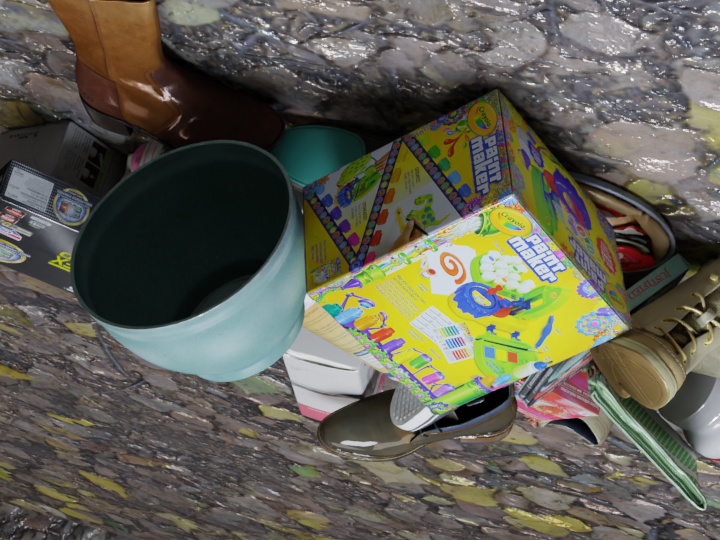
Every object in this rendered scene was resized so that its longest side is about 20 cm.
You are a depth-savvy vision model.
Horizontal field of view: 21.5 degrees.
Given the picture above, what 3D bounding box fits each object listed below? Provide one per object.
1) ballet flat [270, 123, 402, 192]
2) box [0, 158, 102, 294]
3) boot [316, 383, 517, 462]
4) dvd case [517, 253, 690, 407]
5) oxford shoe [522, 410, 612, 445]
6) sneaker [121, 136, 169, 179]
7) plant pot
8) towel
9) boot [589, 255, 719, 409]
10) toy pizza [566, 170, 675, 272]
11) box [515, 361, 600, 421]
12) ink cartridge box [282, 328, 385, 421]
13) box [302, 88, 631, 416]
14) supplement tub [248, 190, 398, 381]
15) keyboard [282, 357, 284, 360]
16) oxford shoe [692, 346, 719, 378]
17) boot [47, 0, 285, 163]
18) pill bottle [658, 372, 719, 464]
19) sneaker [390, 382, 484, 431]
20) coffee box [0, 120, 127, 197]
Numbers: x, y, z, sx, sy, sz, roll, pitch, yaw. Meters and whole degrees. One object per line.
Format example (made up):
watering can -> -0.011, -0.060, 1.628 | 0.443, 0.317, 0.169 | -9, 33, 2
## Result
ballet flat -> 0.016, -0.084, 1.640 | 0.199, 0.068, 0.068 | 8, 167, 26
box -> -0.277, -0.028, 1.828 | 0.200, 0.044, 0.160 | 25, 155, -22
boot -> 0.058, 0.134, 1.845 | 0.199, 0.075, 0.097 | -8, 158, -8
dvd case -> 0.221, 0.059, 1.751 | 0.022, 0.146, 0.200 | 53, 167, 10
oxford shoe -> 0.186, 0.125, 2.016 | 0.199, 0.075, 0.070 | 22, 161, -12
sneaker -> -0.166, -0.086, 1.758 | 0.088, 0.082, 0.200 | 24, 159, -22
plant pot -> -0.124, 0.009, 1.592 | 0.200, 0.201, 0.134 | 5, 144, 31
towel -> 0.268, 0.147, 1.780 | 0.153, 0.023, 0.200 | 47, -172, 2
boot -> 0.281, 0.047, 1.607 | 0.073, 0.155, 0.200 | 56, 177, 2
toy pizza -> 0.179, -0.035, 1.680 | 0.200, 0.032, 0.200 | 15, 160, 5
box -> 0.147, 0.071, 1.895 | 0.200, 0.096, 0.100 | 27, 159, -26
ink cartridge box -> -0.015, 0.061, 1.927 | 0.083, 0.147, 0.200 | 14, 161, 8
box -> 0.087, -0.009, 1.553 | 0.192, 0.122, 0.200 | -25, 134, 22
supplement tub -> 0.000, 0.000, 1.744 | 0.200, 0.145, 0.145 | 31, 157, -22
keyboard -> -0.071, 0.020, 1.896 | 0.021, 0.128, 0.200 | 4, 159, 5
oxford shoe -> 0.311, 0.078, 1.785 | 0.075, 0.070, 0.200 | 45, 156, -11
boot -> -0.160, -0.177, 1.575 | 0.188, 0.069, 0.200 | 20, 154, 14
pill bottle -> 0.391, 0.148, 1.875 | 0.200, 0.113, 0.112 | 28, 158, -29
sneaker -> 0.114, 0.083, 1.771 | 0.079, 0.200, 0.079 | 30, -159, -29
coffee box -> -0.267, -0.064, 1.903 | 0.114, 0.080, 0.200 | -4, 152, 43
